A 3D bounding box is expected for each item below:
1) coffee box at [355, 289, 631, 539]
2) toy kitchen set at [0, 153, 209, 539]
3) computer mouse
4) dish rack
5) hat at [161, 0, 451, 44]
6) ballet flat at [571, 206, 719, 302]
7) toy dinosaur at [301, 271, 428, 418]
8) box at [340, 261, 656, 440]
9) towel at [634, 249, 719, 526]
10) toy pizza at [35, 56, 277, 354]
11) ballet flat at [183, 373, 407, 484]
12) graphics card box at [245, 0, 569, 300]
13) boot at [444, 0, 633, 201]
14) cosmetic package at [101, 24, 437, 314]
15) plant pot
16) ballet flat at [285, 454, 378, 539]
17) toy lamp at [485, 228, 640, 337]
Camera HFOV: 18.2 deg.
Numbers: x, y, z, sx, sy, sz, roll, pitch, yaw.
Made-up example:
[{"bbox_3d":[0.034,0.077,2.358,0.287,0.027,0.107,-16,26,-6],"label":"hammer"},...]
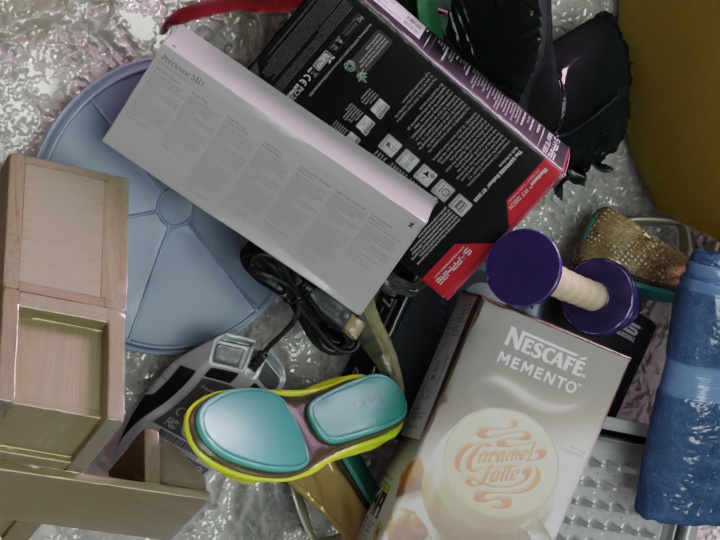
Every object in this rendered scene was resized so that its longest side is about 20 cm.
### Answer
[{"bbox_3d":[0.086,0.126,1.517,0.114,0.080,0.200,22,89,-7],"label":"coffee box"},{"bbox_3d":[-0.182,0.066,1.449,0.163,0.200,0.181,12,56,-23],"label":"toy kitchen set"},{"bbox_3d":[-0.093,0.070,1.503,0.110,0.044,0.200,34,111,-33],"label":"computer mouse"},{"bbox_3d":[0.157,0.200,1.616,0.172,0.044,0.200,12,93,-25],"label":"dish rack"},{"bbox_3d":[-0.001,-0.227,1.544,0.200,0.176,0.166,-5,105,-64],"label":"hat"},{"bbox_3d":[0.247,0.000,1.666,0.200,0.070,0.065,19,75,-29],"label":"ballet flat"},{"bbox_3d":[0.000,0.000,1.527,0.088,0.047,0.200,-39,106,-6],"label":"toy dinosaur"},{"bbox_3d":[0.097,0.067,1.617,0.200,0.044,0.160,27,87,-25],"label":"box"},{"bbox_3d":[0.259,0.086,1.580,0.112,0.049,0.200,3,106,-25],"label":"towel"},{"bbox_3d":[-0.129,-0.044,1.505,0.200,0.032,0.200,-4,99,-25],"label":"toy pizza"},{"bbox_3d":[-0.051,0.110,1.463,0.200,0.067,0.067,-8,67,-48],"label":"ballet flat"},{"bbox_3d":[0.022,-0.092,1.462,0.200,0.051,0.125,39,115,-6],"label":"graphics card box"},{"bbox_3d":[0.130,-0.140,1.538,0.162,0.073,0.198,-28,130,-47],"label":"boot"},{"bbox_3d":[-0.057,-0.065,1.436,0.200,0.051,0.083,35,117,-3],"label":"cosmetic package"},{"bbox_3d":[0.299,-0.121,1.609,0.194,0.195,0.200,0,107,-24],"label":"plant pot"},{"bbox_3d":[0.003,0.188,1.591,0.063,0.069,0.200,-29,108,12],"label":"ballet flat"},{"bbox_3d":[0.144,0.011,1.521,0.200,0.058,0.058,19,89,-66],"label":"toy lamp"}]
